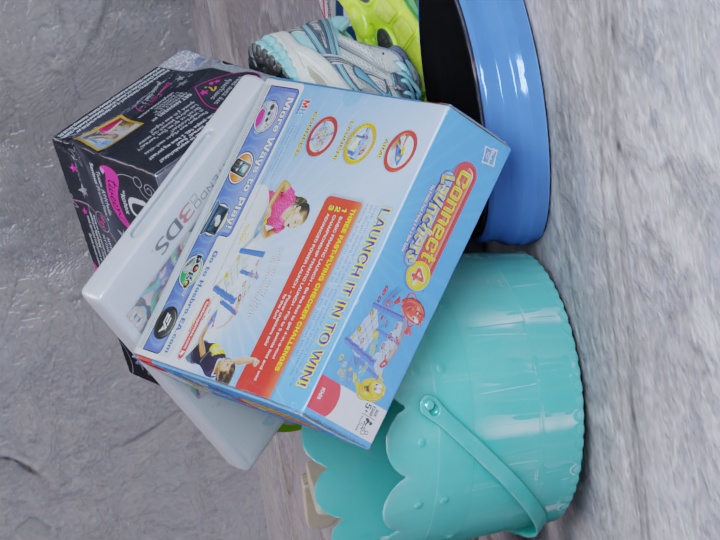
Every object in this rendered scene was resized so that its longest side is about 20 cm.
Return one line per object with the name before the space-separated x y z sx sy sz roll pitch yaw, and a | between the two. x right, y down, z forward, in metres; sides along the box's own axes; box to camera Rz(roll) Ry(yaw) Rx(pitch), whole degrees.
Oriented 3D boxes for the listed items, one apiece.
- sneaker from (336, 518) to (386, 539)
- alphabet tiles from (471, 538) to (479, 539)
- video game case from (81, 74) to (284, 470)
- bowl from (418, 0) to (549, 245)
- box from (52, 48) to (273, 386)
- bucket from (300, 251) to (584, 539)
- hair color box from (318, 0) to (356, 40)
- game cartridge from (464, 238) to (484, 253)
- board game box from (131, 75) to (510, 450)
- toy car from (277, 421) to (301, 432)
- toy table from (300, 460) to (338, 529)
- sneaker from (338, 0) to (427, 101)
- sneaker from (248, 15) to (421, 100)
sneaker | 0.067 0.221 1.643 0.085 0.200 0.077 30 98 63
alphabet tiles | 0.062 0.148 1.800 0.200 0.006 0.167 133 147 -57
video game case | -0.074 0.004 1.627 0.024 0.182 0.200 18 155 41
bowl | 0.075 -0.113 1.592 0.201 0.039 0.201 170 90 -81
box | -0.100 -0.026 1.692 0.115 0.132 0.200 21 137 42
bucket | 0.048 0.082 1.587 0.207 0.134 0.208 175 90 -74
hair color box | -0.016 -0.277 1.947 0.100 0.060 0.200 90 168 -49
game cartridge | 0.049 -0.070 1.841 0.133 0.040 0.201 112 147 -69
board game box | -0.027 -0.010 1.505 0.196 0.056 0.200 15 77 54
toy car | 0.000 0.000 1.830 0.200 0.157 0.165 -49 49 44
toy table | 0.004 0.135 2.120 0.200 0.117 0.184 -117 19 -67
sneaker | 0.030 -0.181 1.737 0.074 0.083 0.200 -32 79 47
sneaker | 0.011 -0.109 1.649 0.200 0.086 0.078 45 155 34
